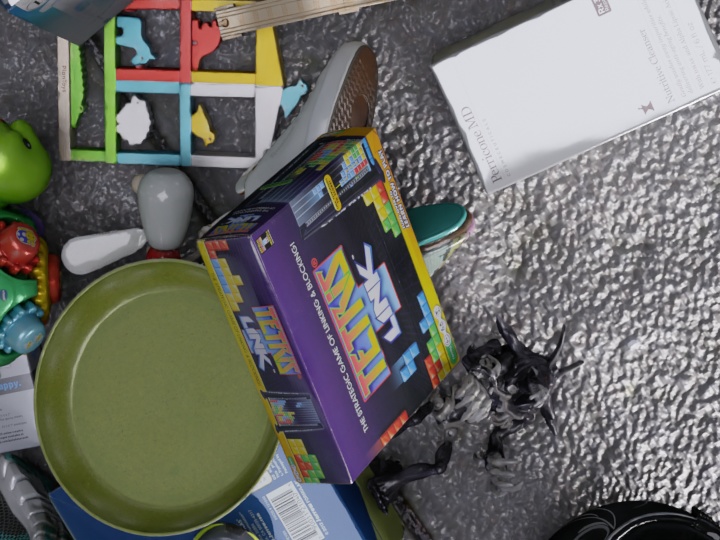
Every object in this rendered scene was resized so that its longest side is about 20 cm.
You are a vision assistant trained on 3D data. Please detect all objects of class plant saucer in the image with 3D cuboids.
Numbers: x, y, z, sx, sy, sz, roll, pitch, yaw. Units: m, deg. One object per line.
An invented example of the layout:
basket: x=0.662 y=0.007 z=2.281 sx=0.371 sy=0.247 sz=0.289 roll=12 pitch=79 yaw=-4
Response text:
plant saucer: x=-0.144 y=0.093 z=1.245 sx=0.198 sy=0.031 sz=0.202 roll=-2 pitch=82 yaw=15

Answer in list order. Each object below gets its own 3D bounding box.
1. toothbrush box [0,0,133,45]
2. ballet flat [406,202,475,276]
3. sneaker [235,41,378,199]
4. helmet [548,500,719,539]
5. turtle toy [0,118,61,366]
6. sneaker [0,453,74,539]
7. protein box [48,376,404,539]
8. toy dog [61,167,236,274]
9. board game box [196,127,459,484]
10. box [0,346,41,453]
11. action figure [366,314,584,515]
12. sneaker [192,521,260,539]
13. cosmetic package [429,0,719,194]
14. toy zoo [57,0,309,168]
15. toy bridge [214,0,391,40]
toothbrush box: x=-0.195 y=-0.247 z=1.209 sx=0.146 sy=0.200 sz=0.085 roll=-39 pitch=87 yaw=5
ballet flat: x=0.000 y=0.000 z=1.329 sx=0.198 sy=0.069 sz=0.072 roll=-13 pitch=119 yaw=12
sneaker: x=-0.051 y=-0.088 z=1.295 sx=0.084 sy=0.073 sz=0.202 roll=15 pitch=79 yaw=28
helmet: x=0.204 y=0.278 z=1.300 sx=0.198 sy=0.191 sz=0.202 roll=4 pitch=70 yaw=-11
turtle toy: x=-0.277 y=-0.014 z=1.274 sx=0.100 sy=0.146 sz=0.202 roll=-4 pitch=101 yaw=-7
sneaker: x=-0.263 y=0.232 z=1.328 sx=0.091 sy=0.200 sz=0.078 roll=-47 pitch=124 yaw=3
protein box: x=-0.100 y=0.191 z=1.337 sx=0.199 sy=0.135 sz=0.200 roll=-29 pitch=98 yaw=10
toy dog: x=-0.181 y=0.009 z=1.329 sx=0.096 sy=0.132 sz=0.201 roll=29 pitch=97 yaw=31
board game box: x=-0.017 y=0.024 z=1.211 sx=0.056 sy=0.165 sz=0.201 roll=-4 pitch=118 yaw=37
box: x=-0.344 y=0.055 z=1.381 sx=0.154 sy=0.041 sz=0.202 roll=-10 pitch=100 yaw=7
action figure: x=0.089 y=0.118 z=1.317 sx=0.199 sy=0.102 sz=0.119 roll=-29 pitch=116 yaw=2
sneaker: x=-0.117 y=0.282 z=1.246 sx=0.073 sy=0.081 sz=0.202 roll=16 pitch=104 yaw=0
cosmetic package: x=0.162 y=-0.151 z=1.268 sx=0.199 sy=0.081 sz=0.114 roll=-26 pitch=100 yaw=9
toy zoo: x=-0.139 y=-0.148 z=1.328 sx=0.198 sy=0.020 sz=0.133 roll=2 pitch=102 yaw=5
toy bridge: x=-0.011 y=-0.205 z=1.268 sx=0.198 sy=0.067 sz=0.027 roll=-12 pitch=99 yaw=0
